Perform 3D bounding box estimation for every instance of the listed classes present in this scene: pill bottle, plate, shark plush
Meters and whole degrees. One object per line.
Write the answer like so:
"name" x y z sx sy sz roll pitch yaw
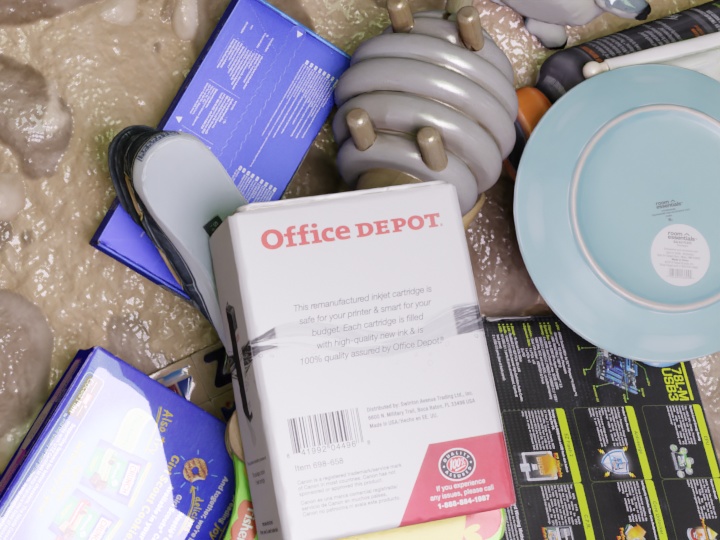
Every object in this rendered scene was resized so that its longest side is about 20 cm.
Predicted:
"pill bottle" 0.195 -0.118 1.385 0.200 0.106 0.107 -19 94 -15
"plate" 0.199 -0.040 1.290 0.200 0.026 0.201 2 82 -12
"shark plush" 0.111 -0.219 1.364 0.200 0.091 0.084 12 71 -29

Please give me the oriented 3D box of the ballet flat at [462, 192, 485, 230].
"ballet flat" 0.000 0.000 1.359 0.200 0.069 0.063 -25 123 -14

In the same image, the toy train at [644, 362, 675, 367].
"toy train" 0.233 -0.013 1.391 0.200 0.087 0.114 -24 57 -27

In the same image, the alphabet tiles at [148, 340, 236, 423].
"alphabet tiles" -0.083 0.134 1.354 0.200 0.008 0.168 -26 96 -15

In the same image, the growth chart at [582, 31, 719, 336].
"growth chart" 0.215 -0.060 1.317 0.144 0.018 0.201 -9 84 -13

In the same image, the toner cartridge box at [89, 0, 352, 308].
"toner cartridge box" -0.092 -0.080 1.335 0.095 0.043 0.200 32 81 -14

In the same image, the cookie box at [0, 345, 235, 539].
"cookie box" -0.139 0.173 1.294 0.200 0.075 0.171 33 79 -13

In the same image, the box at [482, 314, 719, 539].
"box" 0.147 0.123 1.351 0.193 0.048 0.200 0 57 -18

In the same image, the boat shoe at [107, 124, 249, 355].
"boat shoe" -0.090 -0.011 1.275 0.071 0.091 0.201 -35 113 -12

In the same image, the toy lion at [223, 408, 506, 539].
"toy lion" -0.010 0.174 1.240 0.191 0.069 0.200 21 79 -2

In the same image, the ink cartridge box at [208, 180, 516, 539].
"ink cartridge box" -0.002 0.057 1.190 0.144 0.084 0.201 -8 83 -16

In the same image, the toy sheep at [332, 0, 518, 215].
"toy sheep" 0.044 -0.109 1.310 0.138 0.138 0.200 28 69 -14
